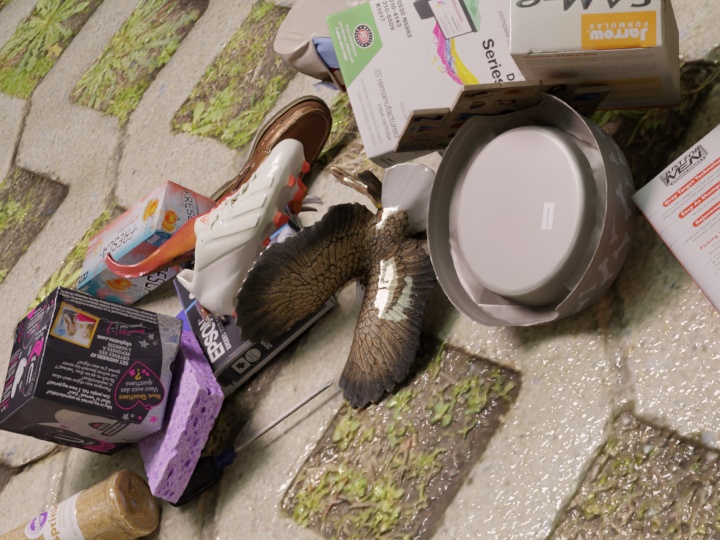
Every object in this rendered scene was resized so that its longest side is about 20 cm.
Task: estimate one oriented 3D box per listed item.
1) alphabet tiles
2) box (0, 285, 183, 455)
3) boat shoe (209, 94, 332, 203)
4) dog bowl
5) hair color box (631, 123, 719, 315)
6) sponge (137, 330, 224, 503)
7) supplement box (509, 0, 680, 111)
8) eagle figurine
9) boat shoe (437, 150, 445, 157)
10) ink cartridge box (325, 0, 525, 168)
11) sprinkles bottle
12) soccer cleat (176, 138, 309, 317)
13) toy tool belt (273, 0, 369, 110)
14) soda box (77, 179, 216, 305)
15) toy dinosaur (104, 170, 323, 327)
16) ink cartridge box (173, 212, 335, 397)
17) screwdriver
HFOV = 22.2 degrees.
[{"bbox_3d":[0.122,-0.135,1.595,0.200,0.166,0.008,117,148,-78],"label":"alphabet tiles"},{"bbox_3d":[-0.265,0.103,1.780,0.200,0.132,0.115,151,132,-66],"label":"box"},{"bbox_3d":[-0.093,-0.094,1.954,0.200,0.072,0.068,-52,30,11],"label":"boat shoe"},{"bbox_3d":[0.146,-0.047,1.539,0.200,0.059,0.201,-9,77,46],"label":"dog bowl"},{"bbox_3d":[0.294,-0.024,1.407,0.101,0.061,0.200,-39,32,10],"label":"hair color box"},{"bbox_3d":[-0.177,0.133,1.752,0.112,0.030,0.200,-67,19,9],"label":"sponge"},{"bbox_3d":[0.201,-0.193,1.549,0.125,0.200,0.074,-1,81,13],"label":"supplement box"},{"bbox_3d":[0.002,0.006,1.670,0.151,0.151,0.200,2,43,38],"label":"eagle figurine"},{"bbox_3d":[0.136,-0.195,1.801,0.200,0.070,0.066,-52,32,3],"label":"boat shoe"},{"bbox_3d":[0.086,-0.198,1.720,0.199,0.145,0.084,-18,-6,9],"label":"ink cartridge box"},{"bbox_3d":[-0.287,0.259,1.765,0.200,0.068,0.068,-29,34,25],"label":"sprinkles bottle"},{"bbox_3d":[-0.112,-0.044,1.697,0.200,0.077,0.069,-63,-7,31],"label":"soccer cleat"},{"bbox_3d":[0.012,-0.232,1.953,0.200,0.123,0.125,10,63,45],"label":"toy tool belt"},{"bbox_3d":[-0.232,-0.026,1.983,0.200,0.063,0.069,-30,42,53],"label":"soda box"},{"bbox_3d":[-0.127,-0.036,1.764,0.105,0.199,0.182,-105,28,-47],"label":"toy dinosaur"},{"bbox_3d":[-0.129,0.040,1.860,0.200,0.043,0.198,-42,31,9],"label":"ink cartridge box"},{"bbox_3d":[-0.105,0.156,1.701,0.200,0.029,0.028,-41,31,17],"label":"screwdriver"}]
